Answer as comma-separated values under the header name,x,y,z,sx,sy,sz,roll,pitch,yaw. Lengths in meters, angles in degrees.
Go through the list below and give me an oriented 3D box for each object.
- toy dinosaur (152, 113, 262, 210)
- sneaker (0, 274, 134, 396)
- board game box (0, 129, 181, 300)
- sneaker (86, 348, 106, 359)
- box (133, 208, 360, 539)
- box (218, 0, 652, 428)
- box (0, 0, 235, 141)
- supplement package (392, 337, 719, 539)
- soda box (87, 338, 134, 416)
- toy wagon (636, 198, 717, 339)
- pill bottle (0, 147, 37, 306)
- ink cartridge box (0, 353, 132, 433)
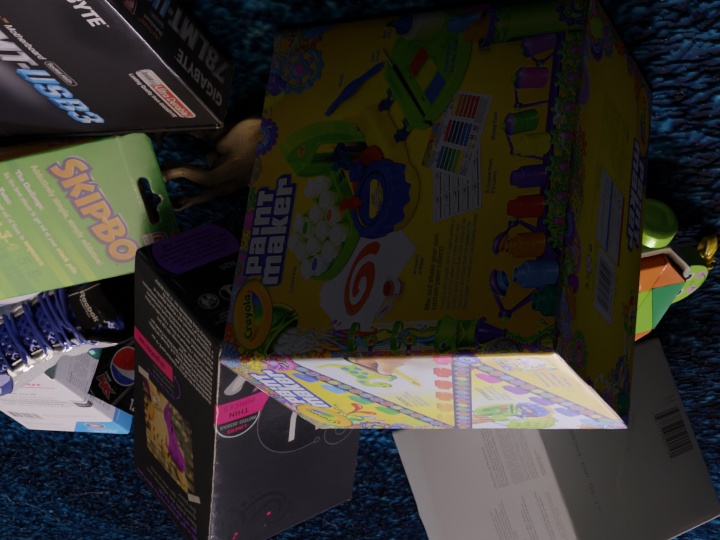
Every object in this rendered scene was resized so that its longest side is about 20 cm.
name,x,y,z,sx,sy,sz,roll,pitch,yaw
toy dinosaur,-0.082,-0.077,1.025,0.100,0.059,0.200,-8,164,0
sneaker,-0.217,0.028,1.170,0.198,0.081,0.115,-24,-179,-5
board game box,-0.215,-0.031,1.014,0.198,0.030,0.096,-10,120,9
sneaker,-0.287,0.038,1.333,0.199,0.080,0.078,-1,157,24
box,-0.072,0.073,1.042,0.122,0.106,0.201,-21,138,-29
box,0.046,-0.027,0.878,0.191,0.201,0.122,-2,157,27
box,-0.201,-0.139,0.904,0.197,0.050,0.200,0,157,23
supplement package,0.156,0.164,1.315,0.150,0.153,0.200,-16,173,-33
soda box,-0.135,0.094,1.350,0.070,0.064,0.200,21,-178,31
toy wagon,0.156,0.016,1.047,0.199,0.040,0.156,-11,149,-23
pill bottle,-0.275,-0.025,1.130,0.199,0.110,0.108,-11,151,42
ink cartridge box,-0.298,0.086,1.473,0.115,0.068,0.200,1,157,19
